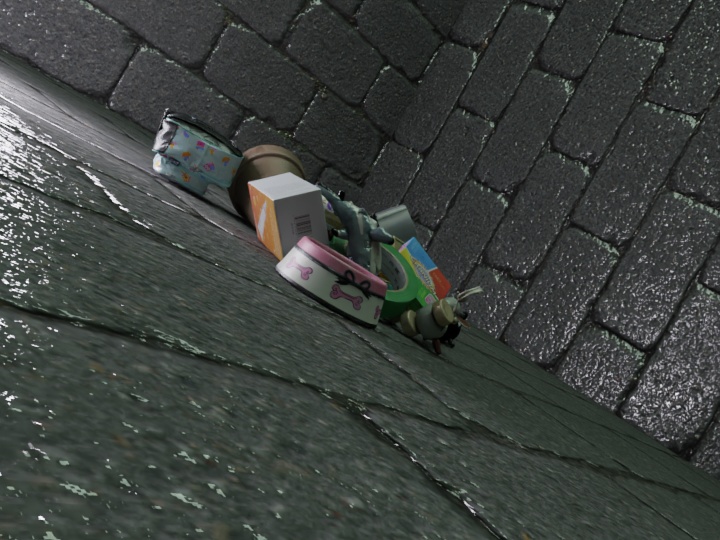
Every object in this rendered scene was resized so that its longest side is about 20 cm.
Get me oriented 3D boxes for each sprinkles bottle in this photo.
[{"bbox_3d":[-0.063,-0.120,1.522,0.198,0.069,0.068,30,3,9],"label":"sprinkles bottle"}]

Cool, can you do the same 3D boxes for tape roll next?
[{"bbox_3d":[0.020,0.003,1.400,0.198,0.048,0.202,26,31,-17],"label":"tape roll"}]

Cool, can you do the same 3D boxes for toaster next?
[{"bbox_3d":[0.062,-0.064,1.847,0.199,0.117,0.184,-12,-80,63],"label":"toaster"}]

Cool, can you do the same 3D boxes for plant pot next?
[{"bbox_3d":[-0.209,-0.171,1.695,0.199,0.201,0.175,28,20,-31],"label":"plant pot"}]

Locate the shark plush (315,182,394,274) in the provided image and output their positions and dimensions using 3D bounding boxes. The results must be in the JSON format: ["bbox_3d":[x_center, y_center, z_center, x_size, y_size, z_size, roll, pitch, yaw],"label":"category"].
[{"bbox_3d":[-0.017,-0.083,1.333,0.202,0.083,0.091,60,-29,-4],"label":"shark plush"}]

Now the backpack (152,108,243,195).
[{"bbox_3d":[-0.370,-0.259,1.626,0.197,0.156,0.176,19,9,-20],"label":"backpack"}]

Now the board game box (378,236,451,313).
[{"bbox_3d":[0.129,0.023,1.644,0.154,0.040,0.200,52,28,-5],"label":"board game box"}]

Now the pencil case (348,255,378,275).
[{"bbox_3d":[0.000,0.000,1.689,0.082,0.087,0.200,10,-1,6],"label":"pencil case"}]

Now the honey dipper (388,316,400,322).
[{"bbox_3d":[0.082,0.090,1.514,0.038,0.038,0.200,30,2,9],"label":"honey dipper"}]

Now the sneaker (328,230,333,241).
[{"bbox_3d":[-0.059,-0.088,1.584,0.200,0.075,0.071,42,-26,18],"label":"sneaker"}]

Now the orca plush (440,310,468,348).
[{"bbox_3d":[0.215,0.139,1.656,0.200,0.103,0.072,108,-37,-70],"label":"orca plush"}]

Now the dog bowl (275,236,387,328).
[{"bbox_3d":[-0.041,0.014,1.204,0.198,0.075,0.200,31,3,-2],"label":"dog bowl"}]

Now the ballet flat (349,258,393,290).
[{"bbox_3d":[-0.012,0.025,1.480,0.198,0.072,0.071,26,5,-30],"label":"ballet flat"}]

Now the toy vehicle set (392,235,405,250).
[{"bbox_3d":[0.111,0.026,1.704,0.123,0.026,0.202,32,43,-28],"label":"toy vehicle set"}]

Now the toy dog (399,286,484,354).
[{"bbox_3d":[0.163,0.107,1.412,0.198,0.098,0.131,-15,-6,-44],"label":"toy dog"}]

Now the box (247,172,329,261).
[{"bbox_3d":[-0.143,-0.107,1.401,0.096,0.127,0.200,-15,20,-18],"label":"box"}]
